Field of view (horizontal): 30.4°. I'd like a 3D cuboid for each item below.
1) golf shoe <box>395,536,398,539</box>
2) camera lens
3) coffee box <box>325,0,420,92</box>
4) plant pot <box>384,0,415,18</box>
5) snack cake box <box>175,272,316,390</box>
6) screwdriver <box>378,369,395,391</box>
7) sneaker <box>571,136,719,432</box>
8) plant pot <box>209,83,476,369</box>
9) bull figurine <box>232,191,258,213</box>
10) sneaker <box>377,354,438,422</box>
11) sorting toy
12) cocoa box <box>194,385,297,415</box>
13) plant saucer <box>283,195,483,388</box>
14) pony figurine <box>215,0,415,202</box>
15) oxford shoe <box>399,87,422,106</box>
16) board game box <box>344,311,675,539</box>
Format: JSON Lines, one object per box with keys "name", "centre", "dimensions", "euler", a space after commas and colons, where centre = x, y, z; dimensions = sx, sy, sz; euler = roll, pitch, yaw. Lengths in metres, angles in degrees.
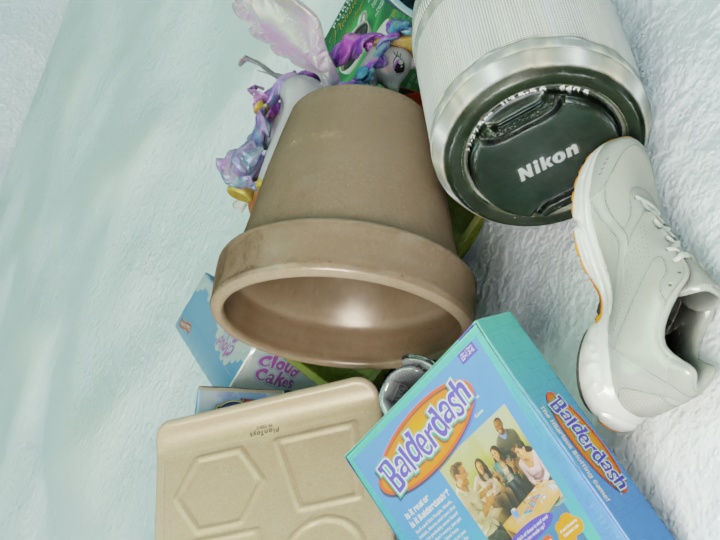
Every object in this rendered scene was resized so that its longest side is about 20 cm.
{"name": "golf shoe", "centre": [0.032, 0.241, 0.970], "dimensions": [0.093, 0.075, 0.200], "euler": [-67, 25, 10]}
{"name": "camera lens", "centre": [0.122, -0.147, 0.987], "dimensions": [0.160, 0.159, 0.202], "euler": [-48, 33, 34]}
{"name": "coffee box", "centre": [0.023, -0.237, 1.371], "dimensions": [0.124, 0.044, 0.200], "euler": [-61, 28, 13]}
{"name": "plant pot", "centre": [0.072, -0.314, 1.187], "dimensions": [0.202, 0.198, 0.188], "euler": [-66, 14, 4]}
{"name": "snack cake box", "centre": [-0.095, 0.081, 1.269], "dimensions": [0.068, 0.114, 0.200], "euler": [-58, 27, 5]}
{"name": "screwdriver", "centre": [0.035, 0.120, 1.105], "dimensions": [0.029, 0.028, 0.201], "euler": [-34, 34, 3]}
{"name": "sneaker", "centre": [0.193, 0.000, 0.858], "dimensions": [0.091, 0.075, 0.203], "euler": [-23, 58, 45]}
{"name": "plant pot", "centre": [-0.009, -0.039, 1.004], "dimensions": [0.200, 0.198, 0.177], "euler": [-28, 52, 52]}
{"name": "bull figurine", "centre": [-0.094, -0.077, 1.450], "dimensions": [0.201, 0.064, 0.122], "euler": [-89, 25, -47]}
{"name": "sneaker", "centre": [0.054, 0.098, 0.983], "dimensions": [0.199, 0.113, 0.076], "euler": [13, 81, 63]}
{"name": "sorting toy", "centre": [-0.063, 0.189, 0.972], "dimensions": [0.183, 0.037, 0.202], "euler": [-14, 55, 10]}
{"name": "cocoa box", "centre": [-0.079, 0.214, 1.083], "dimensions": [0.134, 0.129, 0.202], "euler": [100, 172, -52]}
{"name": "plant saucer", "centre": [0.000, 0.000, 1.148], "dimensions": [0.199, 0.048, 0.201], "euler": [32, 87, 43]}
{"name": "pony figurine", "centre": [-0.043, -0.148, 1.149], "dimensions": [0.167, 0.191, 0.202], "euler": [79, -146, -72]}
{"name": "oxford shoe", "centre": [0.061, -0.102, 1.197], "dimensions": [0.200, 0.070, 0.073], "euler": [-127, 34, -56]}
{"name": "board game box", "centre": [0.095, 0.152, 0.832], "dimensions": [0.152, 0.045, 0.201], "euler": [-48, 68, 34]}
